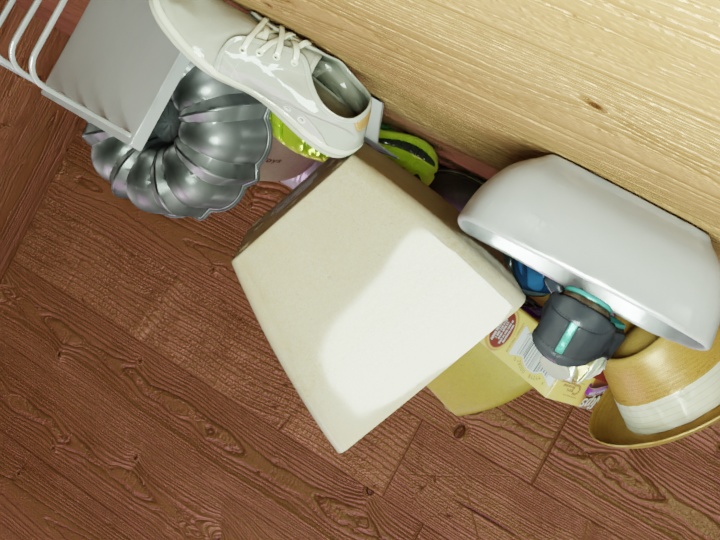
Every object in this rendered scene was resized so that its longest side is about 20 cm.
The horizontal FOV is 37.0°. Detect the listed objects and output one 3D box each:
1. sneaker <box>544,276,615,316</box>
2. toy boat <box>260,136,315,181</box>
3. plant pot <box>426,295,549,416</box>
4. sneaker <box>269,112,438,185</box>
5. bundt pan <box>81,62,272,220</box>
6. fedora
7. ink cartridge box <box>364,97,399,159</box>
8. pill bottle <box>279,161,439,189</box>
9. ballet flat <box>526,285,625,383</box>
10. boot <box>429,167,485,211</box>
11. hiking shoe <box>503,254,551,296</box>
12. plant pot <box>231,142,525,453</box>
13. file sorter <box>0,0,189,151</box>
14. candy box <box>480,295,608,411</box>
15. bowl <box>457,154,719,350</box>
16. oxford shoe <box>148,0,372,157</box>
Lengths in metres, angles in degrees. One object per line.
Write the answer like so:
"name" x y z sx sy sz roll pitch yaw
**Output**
"sneaker" 0.219 0.035 1.023 0.200 0.071 0.073 53 -164 -52
"toy boat" -0.130 -0.177 1.167 0.199 0.130 0.131 -1 -115 -36
"plant pot" 0.149 0.059 1.302 0.194 0.200 0.195 45 -167 2
"sneaker" -0.018 -0.134 1.104 0.199 0.074 0.084 27 178 -7
"bundt pan" -0.189 -0.144 1.045 0.201 0.203 0.076 28 -160 16
"fedora" 0.268 0.069 0.935 0.082 0.200 0.201 56 176 -12
"ink cartridge box" -0.052 -0.168 0.969 0.199 0.039 0.099 29 -179 -30
"pill bottle" 0.009 -0.104 1.298 0.199 0.117 0.116 29 -178 6
"ballet flat" 0.168 0.054 0.852 0.073 0.073 0.200 28 -178 16
"boot" 0.054 -0.067 1.166 0.199 0.075 0.097 11 -150 23
"hiking shoe" 0.230 -0.005 1.107 0.199 0.075 0.087 10 173 -28
"plant pot" 0.000 0.000 0.937 0.177 0.200 0.200 48 -170 -11
"file sorter" -0.250 -0.217 0.948 0.124 0.139 0.200 29 180 -43
"candy box" 0.162 0.060 1.093 0.116 0.057 0.200 20 -166 -48
"bowl" 0.175 -0.020 0.803 0.199 0.075 0.200 28 -177 5
"oxford shoe" -0.070 -0.165 0.828 0.200 0.075 0.058 36 139 -12
